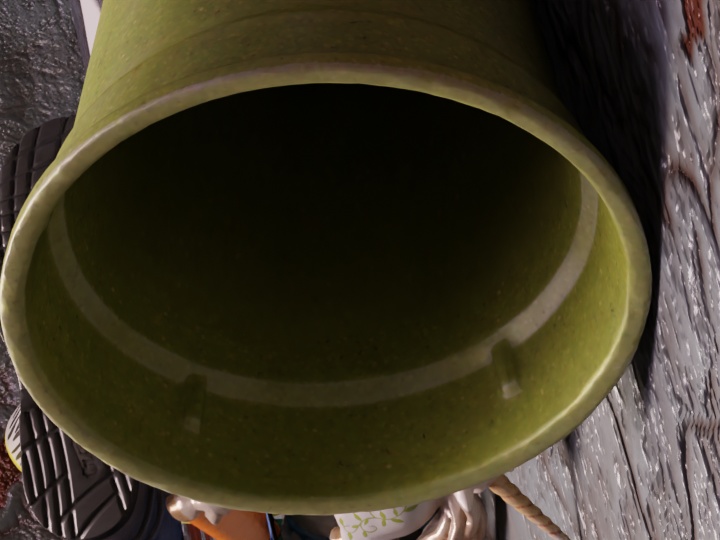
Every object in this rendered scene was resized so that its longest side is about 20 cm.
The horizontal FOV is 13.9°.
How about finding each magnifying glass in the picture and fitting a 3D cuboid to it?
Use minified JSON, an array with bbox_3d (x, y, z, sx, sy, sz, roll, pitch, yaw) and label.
[{"bbox_3d":[-0.040,0.147,1.531,0.022,0.080,0.200,37,178,38],"label":"magnifying glass"}]

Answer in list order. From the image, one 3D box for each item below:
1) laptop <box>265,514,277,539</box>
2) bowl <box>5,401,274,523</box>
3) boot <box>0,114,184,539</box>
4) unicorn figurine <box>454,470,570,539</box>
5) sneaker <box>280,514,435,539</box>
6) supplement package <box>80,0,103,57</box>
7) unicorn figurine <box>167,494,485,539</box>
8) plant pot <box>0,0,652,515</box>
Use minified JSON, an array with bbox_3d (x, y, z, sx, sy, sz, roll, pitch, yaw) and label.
[{"bbox_3d":[-0.078,0.184,1.392,0.116,0.200,0.188,31,148,34],"label":"laptop"},{"bbox_3d":[-0.095,0.053,1.622,0.201,0.200,0.095,-119,30,-65],"label":"bowl"},{"bbox_3d":[-0.124,0.039,1.364,0.132,0.069,0.201,54,-145,-75],"label":"boot"},{"bbox_3d":[0.018,-0.006,1.098,0.137,0.073,0.201,-137,41,-59],"label":"unicorn figurine"},{"bbox_3d":[-0.010,0.080,1.461,0.200,0.075,0.087,-127,33,-72],"label":"sneaker"},{"bbox_3d":[-0.058,-0.079,1.387,0.200,0.119,0.122,-125,24,-69],"label":"supplement package"},{"bbox_3d":[-0.035,0.074,1.246,0.137,0.199,0.074,126,157,-54],"label":"unicorn figurine"},{"bbox_3d":[-0.014,-0.055,0.956,0.201,0.199,0.185,88,179,-48],"label":"plant pot"}]
